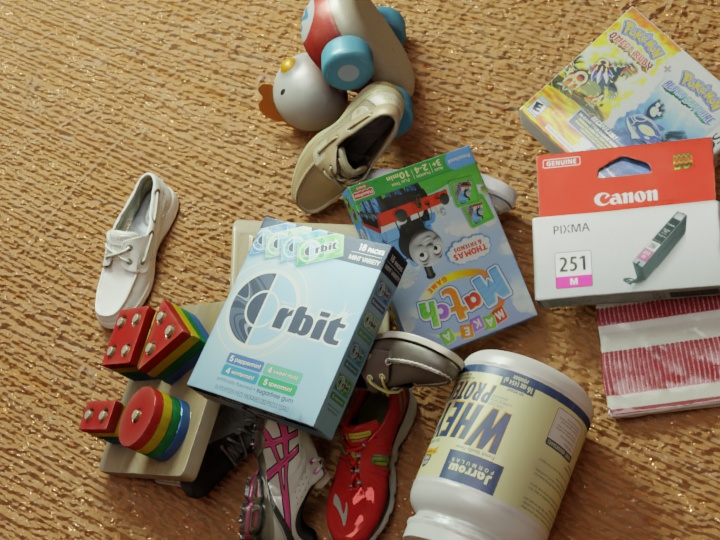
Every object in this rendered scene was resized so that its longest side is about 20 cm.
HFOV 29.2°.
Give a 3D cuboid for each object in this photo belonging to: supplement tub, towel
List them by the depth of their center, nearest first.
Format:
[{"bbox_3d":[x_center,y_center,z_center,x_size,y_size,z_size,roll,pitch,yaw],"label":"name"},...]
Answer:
[{"bbox_3d":[0.134,0.197,1.367,0.144,0.145,0.202,14,68,28],"label":"supplement tub"},{"bbox_3d":[0.320,0.054,1.449,0.142,0.023,0.202,-9,61,15],"label":"towel"}]

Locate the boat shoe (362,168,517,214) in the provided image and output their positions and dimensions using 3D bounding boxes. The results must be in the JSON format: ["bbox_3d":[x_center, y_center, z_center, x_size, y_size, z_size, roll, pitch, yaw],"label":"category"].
[{"bbox_3d":[0.086,-0.073,1.592,0.198,0.074,0.066,4,67,35],"label":"boat shoe"}]

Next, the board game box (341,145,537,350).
[{"bbox_3d":[0.086,-0.017,1.493,0.150,0.037,0.202,-20,83,-16],"label":"board game box"}]

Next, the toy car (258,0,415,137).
[{"bbox_3d":[-0.051,-0.241,1.687,0.198,0.177,0.186,-25,44,22],"label":"toy car"}]

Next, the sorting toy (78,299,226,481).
[{"bbox_3d":[-0.229,0.124,1.540,0.198,0.069,0.202,-8,59,52],"label":"sorting toy"}]

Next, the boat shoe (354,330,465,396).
[{"bbox_3d":[0.021,0.099,1.420,0.198,0.072,0.060,6,60,43],"label":"boat shoe"}]

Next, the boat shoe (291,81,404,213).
[{"bbox_3d":[-0.020,-0.132,1.611,0.200,0.071,0.065,-51,24,34],"label":"boat shoe"}]

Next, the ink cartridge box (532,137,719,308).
[{"bbox_3d":[0.281,-0.055,1.464,0.197,0.044,0.176,-5,75,16],"label":"ink cartridge box"}]

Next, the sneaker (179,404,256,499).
[{"bbox_3d":[-0.114,0.171,1.528,0.114,0.075,0.202,17,69,26],"label":"sneaker"}]

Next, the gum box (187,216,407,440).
[{"bbox_3d":[-0.065,0.055,1.421,0.168,0.045,0.202,13,71,34],"label":"gum box"}]

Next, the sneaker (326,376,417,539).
[{"bbox_3d":[-0.001,0.192,1.461,0.076,0.085,0.202,2,63,24],"label":"sneaker"}]

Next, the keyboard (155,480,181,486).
[{"bbox_3d":[-0.185,0.154,1.603,0.056,0.011,0.202,3,64,23],"label":"keyboard"}]

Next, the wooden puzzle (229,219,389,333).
[{"bbox_3d":[-0.057,0.025,1.568,0.182,0.037,0.202,2,59,-4],"label":"wooden puzzle"}]

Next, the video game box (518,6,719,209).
[{"bbox_3d":[0.308,-0.168,1.542,0.182,0.047,0.200,-41,67,-7],"label":"video game box"}]

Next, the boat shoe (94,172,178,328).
[{"bbox_3d":[-0.289,-0.029,1.711,0.070,0.069,0.202,6,65,23],"label":"boat shoe"}]

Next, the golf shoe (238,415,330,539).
[{"bbox_3d":[-0.074,0.194,1.470,0.091,0.073,0.203,8,97,1],"label":"golf shoe"}]
